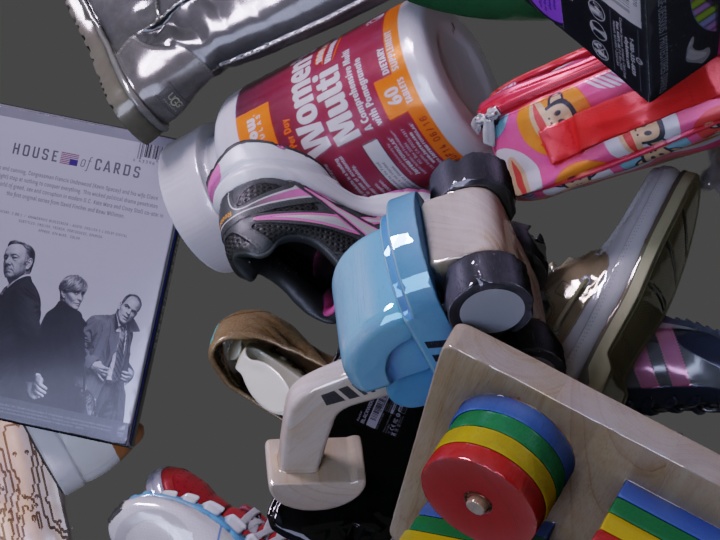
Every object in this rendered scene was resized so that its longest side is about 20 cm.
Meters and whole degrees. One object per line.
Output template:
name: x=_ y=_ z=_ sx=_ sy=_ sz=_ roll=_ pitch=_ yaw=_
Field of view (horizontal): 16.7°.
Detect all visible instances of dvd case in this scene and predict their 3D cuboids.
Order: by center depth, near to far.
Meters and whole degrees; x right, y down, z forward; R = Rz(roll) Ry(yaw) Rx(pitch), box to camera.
dvd case: x=-0.197 y=0.001 z=1.584 sx=0.149 sy=0.025 sz=0.201 roll=12 pitch=84 yaw=7

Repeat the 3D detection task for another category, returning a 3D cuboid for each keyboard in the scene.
keyboard: x=0.025 y=0.091 z=1.508 sx=0.104 sy=0.040 sz=0.201 roll=23 pitch=71 yaw=6

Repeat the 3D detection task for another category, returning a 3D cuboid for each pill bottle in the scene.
pill bottle: x=-0.019 y=-0.079 z=1.501 sx=0.199 sy=0.109 sz=0.110 roll=-26 pitch=89 yaw=23

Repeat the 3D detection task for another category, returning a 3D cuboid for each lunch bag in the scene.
lunch bag: x=0.169 y=-0.099 z=1.387 sx=0.199 sy=0.176 sz=0.082 roll=-21 pitch=91 yaw=23

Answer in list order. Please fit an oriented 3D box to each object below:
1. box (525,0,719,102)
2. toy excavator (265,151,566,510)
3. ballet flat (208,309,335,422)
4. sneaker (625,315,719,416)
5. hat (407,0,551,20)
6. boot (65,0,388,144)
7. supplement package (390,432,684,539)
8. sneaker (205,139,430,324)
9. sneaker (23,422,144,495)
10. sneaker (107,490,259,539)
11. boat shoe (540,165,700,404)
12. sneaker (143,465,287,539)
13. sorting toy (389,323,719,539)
box: x=0.188 y=-0.203 z=1.271 sx=0.200 sy=0.123 sz=0.106 roll=-35 pitch=56 yaw=-18
toy excavator: x=0.016 y=0.046 z=1.383 sx=0.199 sy=0.195 sz=0.100 roll=-16 pitch=48 yaw=12
ballet flat: x=-0.015 y=0.090 z=1.547 sx=0.199 sy=0.072 sz=0.068 roll=34 pitch=110 yaw=13
sneaker: x=0.168 y=0.069 z=1.460 sx=0.199 sy=0.070 sz=0.082 roll=16 pitch=71 yaw=25
hat: x=0.013 y=-0.171 z=1.412 sx=0.175 sy=0.166 sz=0.201 roll=-31 pitch=56 yaw=5
boot: x=-0.080 y=-0.186 z=1.524 sx=0.200 sy=0.073 sz=0.182 roll=-36 pitch=54 yaw=12
supplement package: x=0.122 y=0.210 z=1.491 sx=0.199 sy=0.111 sz=0.157 roll=-22 pitch=90 yaw=23
sneaker: x=0.000 y=0.000 z=1.442 sx=0.199 sy=0.087 sz=0.080 roll=15 pitch=136 yaw=-18
sneaker: x=-0.209 y=0.045 z=1.632 sx=0.084 sy=0.073 sz=0.201 roll=-29 pitch=80 yaw=-7
sneaker: x=-0.082 y=0.217 z=1.513 sx=0.200 sy=0.087 sz=0.075 roll=40 pitch=121 yaw=4
boat shoe: x=0.134 y=0.021 z=1.411 sx=0.068 sy=0.075 sz=0.201 roll=19 pitch=67 yaw=24
sneaker: x=-0.045 y=0.187 z=1.575 sx=0.112 sy=0.071 sz=0.200 roll=-38 pitch=91 yaw=26
sorting toy: x=0.107 y=0.152 z=1.327 sx=0.198 sy=0.070 sz=0.200 roll=27 pitch=144 yaw=11
